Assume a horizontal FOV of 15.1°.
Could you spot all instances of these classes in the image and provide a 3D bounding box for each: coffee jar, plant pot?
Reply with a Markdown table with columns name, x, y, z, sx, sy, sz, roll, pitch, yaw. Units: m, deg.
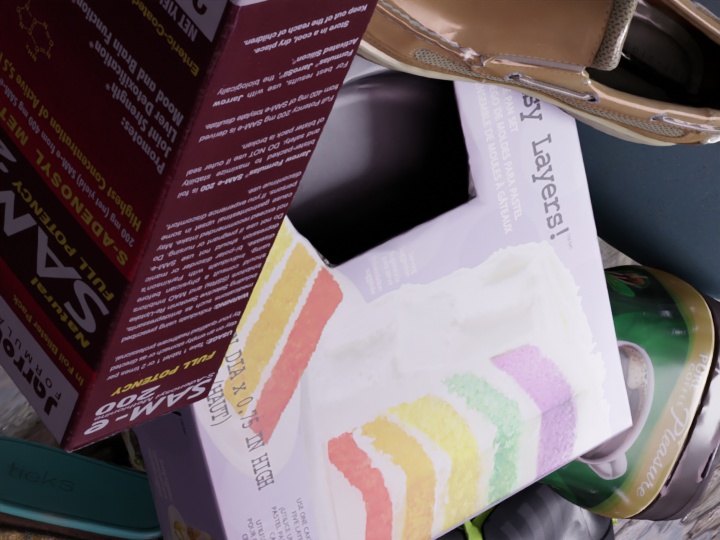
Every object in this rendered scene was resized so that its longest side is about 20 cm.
| name | x | y | z | sx | sy | sz | roll | pitch | yaw |
| --- | --- | --- | --- | --- | --- | --- | --- | --- | --- |
| coffee jar | 0.063 | 0.037 | 1.091 | 0.199 | 0.085 | 0.105 | 16 | 99 | -35 |
| plant pot | 0.189 | -0.058 | 1.146 | 0.200 | 0.135 | 0.200 | -33 | 155 | -17 |

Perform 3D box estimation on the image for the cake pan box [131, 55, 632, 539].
| name | x | y | z | sx | sy | sz | roll | pitch | yaw |
| --- | --- | --- | --- | --- | --- | --- | --- | --- | --- |
| cake pan box | 0.000 | 0.000 | 0.951 | 0.184 | 0.052 | 0.201 | -26 | 115 | -32 |

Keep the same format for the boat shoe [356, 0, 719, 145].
| name | x | y | z | sx | sy | sz | roll | pitch | yaw |
| --- | --- | --- | --- | --- | --- | --- | --- | --- | --- |
| boat shoe | 0.063 | -0.089 | 0.897 | 0.199 | 0.076 | 0.072 | 14 | 92 | -36 |

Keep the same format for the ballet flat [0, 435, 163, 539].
| name | x | y | z | sx | sy | sz | roll | pitch | yaw |
| --- | --- | --- | --- | --- | --- | --- | --- | --- | --- |
| ballet flat | -0.064 | 0.112 | 1.015 | 0.071 | 0.199 | 0.071 | 12 | 90 | -85 |

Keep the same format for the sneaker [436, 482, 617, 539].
| name | x | y | z | sx | sy | sz | roll | pitch | yaw |
| --- | --- | --- | --- | --- | --- | --- | --- | --- | --- |
| sneaker | 0.049 | 0.109 | 1.161 | 0.200 | 0.071 | 0.083 | 18 | 76 | -56 |

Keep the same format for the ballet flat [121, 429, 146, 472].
| name | x | y | z | sx | sy | sz | roll | pitch | yaw |
| --- | --- | --- | --- | --- | --- | --- | --- | --- | --- |
| ballet flat | -0.021 | 0.062 | 1.126 | 0.199 | 0.076 | 0.064 | -17 | 160 | -38 |

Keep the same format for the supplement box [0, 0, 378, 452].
| name | x | y | z | sx | sy | sz | roll | pitch | yaw |
| --- | --- | --- | --- | --- | --- | --- | --- | --- | --- |
| supplement box | -0.069 | -0.054 | 0.795 | 0.061 | 0.109 | 0.201 | -21 | 149 | -37 |
